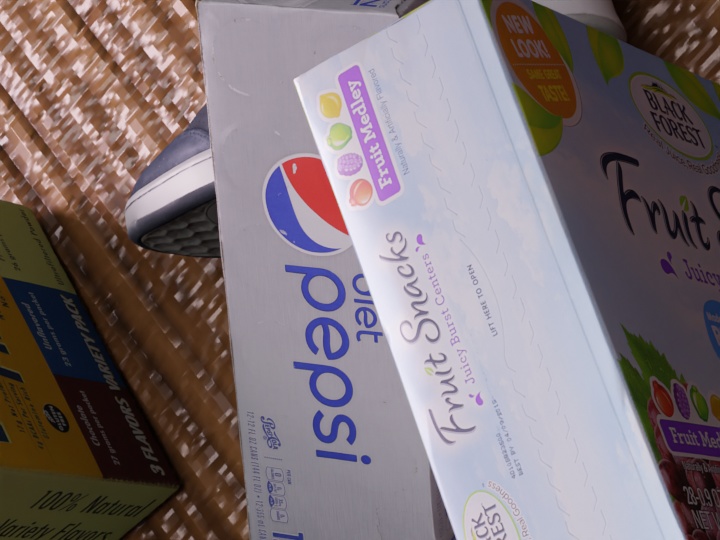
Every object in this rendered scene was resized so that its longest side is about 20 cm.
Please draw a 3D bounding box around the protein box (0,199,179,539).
[{"bbox_3d":[-0.216,0.074,0.912,0.200,0.198,0.135,-40,64,20],"label":"protein box"}]

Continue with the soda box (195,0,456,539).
[{"bbox_3d":[0.000,0.000,0.812,0.068,0.063,0.200,6,117,22],"label":"soda box"}]

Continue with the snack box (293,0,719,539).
[{"bbox_3d":[0.082,0.021,0.737,0.068,0.200,0.169,-28,68,25],"label":"snack box"}]

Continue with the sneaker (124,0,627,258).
[{"bbox_3d":[-0.008,-0.098,0.887,0.202,0.077,0.146,-28,63,31],"label":"sneaker"}]
